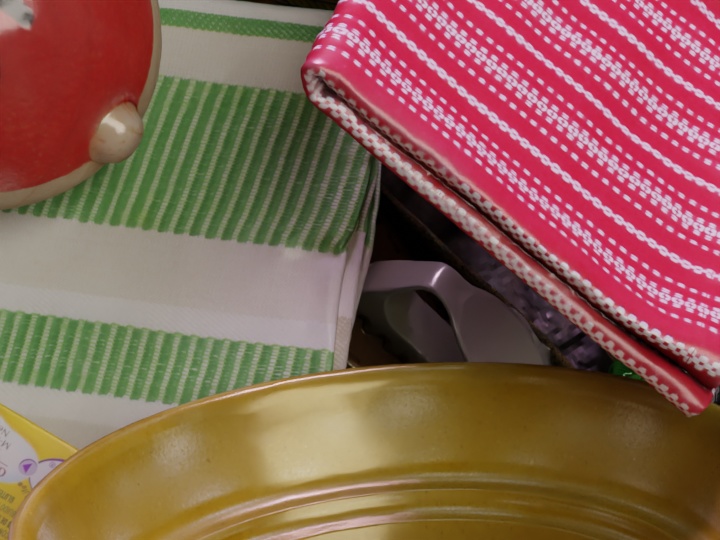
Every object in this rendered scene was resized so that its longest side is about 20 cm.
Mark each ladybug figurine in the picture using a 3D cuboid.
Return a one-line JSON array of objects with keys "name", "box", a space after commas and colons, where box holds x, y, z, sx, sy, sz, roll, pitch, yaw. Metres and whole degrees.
[{"name": "ladybug figurine", "box": [-0.143, -0.098, 0.825, 0.199, 0.072, 0.136, 33, 73, 7]}]

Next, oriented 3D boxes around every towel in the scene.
[{"name": "towel", "box": [-0.072, 0.012, 0.848, 0.151, 0.023, 0.202, 8, 77, 6]}, {"name": "towel", "box": [0.068, -0.057, 0.817, 0.144, 0.022, 0.200, 39, 34, -5]}]

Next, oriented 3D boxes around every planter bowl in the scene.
[{"name": "planter bowl", "box": [0.013, 0.095, 0.728, 0.199, 0.200, 0.084, -13, 110, -27]}]

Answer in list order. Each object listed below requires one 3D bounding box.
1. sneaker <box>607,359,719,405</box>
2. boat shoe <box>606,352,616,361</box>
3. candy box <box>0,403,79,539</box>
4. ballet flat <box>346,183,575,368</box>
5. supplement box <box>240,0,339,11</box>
[{"name": "sneaker", "box": [0.110, 0.066, 0.907, 0.085, 0.078, 0.202, 7, 99, -10]}, {"name": "boat shoe", "box": [0.115, -0.064, 0.939, 0.064, 0.071, 0.201, 24, 86, -39]}, {"name": "candy box", "box": [-0.124, 0.083, 0.799, 0.199, 0.026, 0.103, 30, 67, 11]}, {"name": "ballet flat", "box": [0.000, 0.000, 0.897, 0.200, 0.071, 0.071, 44, 64, -8]}, {"name": "supplement box", "box": [0.014, -0.177, 0.899, 0.066, 0.069, 0.201, 13, 66, 26]}]
